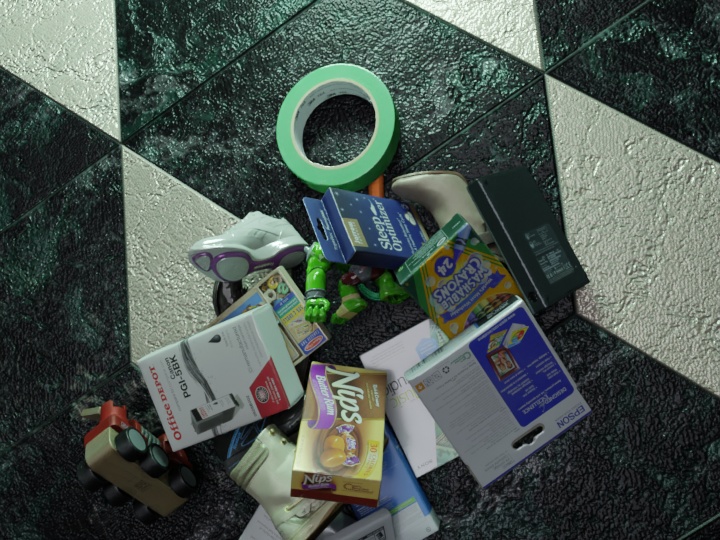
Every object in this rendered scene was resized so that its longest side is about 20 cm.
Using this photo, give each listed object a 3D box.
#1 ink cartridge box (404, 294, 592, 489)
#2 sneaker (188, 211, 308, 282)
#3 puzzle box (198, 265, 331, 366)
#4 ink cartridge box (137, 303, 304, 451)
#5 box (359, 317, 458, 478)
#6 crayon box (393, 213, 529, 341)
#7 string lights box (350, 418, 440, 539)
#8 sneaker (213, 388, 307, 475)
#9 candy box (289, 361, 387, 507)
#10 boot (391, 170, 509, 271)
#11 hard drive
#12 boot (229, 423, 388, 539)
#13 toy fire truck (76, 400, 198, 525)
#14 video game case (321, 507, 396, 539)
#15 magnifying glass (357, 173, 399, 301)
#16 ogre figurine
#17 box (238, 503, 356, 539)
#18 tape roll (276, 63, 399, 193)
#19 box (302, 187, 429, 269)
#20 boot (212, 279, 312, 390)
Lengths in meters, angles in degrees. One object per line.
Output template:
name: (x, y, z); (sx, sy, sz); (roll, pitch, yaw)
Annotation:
ink cartridge box: (0.195, 0.173, 0.981); (0.196, 0.047, 0.202); (-35, 104, 3)
sneaker: (-0.180, -0.040, 1.068); (0.100, 0.197, 0.075); (57, 134, 28)
puzzle box: (-0.157, 0.107, 1.050); (0.199, 0.025, 0.134); (-38, 87, 12)
ink cartridge box: (-0.203, 0.157, 1.008); (0.197, 0.083, 0.150); (-23, 91, 12)
box: (0.103, 0.187, 1.045); (0.142, 0.036, 0.203); (-28, 81, 6)
crayon box: (0.158, 0.036, 0.989); (0.125, 0.052, 0.200); (-41, 112, 7)
string lights box: (0.027, 0.312, 1.032); (0.101, 0.059, 0.203); (-29, 79, 5)
sneaker: (-0.147, 0.232, 1.061); (0.199, 0.073, 0.083); (-37, 76, 10)
candy box: (-0.024, 0.216, 0.937); (0.114, 0.202, 0.057); (7, 125, 0)
boot: (0.145, -0.068, 1.042); (0.195, 0.070, 0.150); (0, 71, 1)
hard drive: (0.245, -0.051, 0.998); (0.033, 0.138, 0.203); (-34, 79, 45)
boot: (-0.070, 0.267, 0.973); (0.154, 0.072, 0.200); (41, 69, 18)
toy fire truck: (-0.361, 0.275, 1.081); (0.128, 0.177, 0.201); (-36, 36, 4)
video game case: (-0.032, 0.445, 0.947); (0.197, 0.023, 0.186); (-20, 112, -22)
magnifying glass: (0.027, -0.054, 1.098); (0.078, 0.022, 0.205); (-3, 84, 11)
ogre figurine: (0.000, 0.000, 1.033); (0.196, 0.098, 0.122); (-22, 69, 0)
box: (-0.109, 0.435, 1.019); (0.151, 0.106, 0.202); (32, 89, 12)
tape roll: (-0.036, -0.226, 1.106); (0.196, 0.048, 0.205); (-3, 77, 13)
box: (0.019, -0.058, 1.004); (0.033, 0.197, 0.123); (-51, 48, 37)
boot: (-0.146, 0.084, 1.093); (0.170, 0.069, 0.205); (6, 94, 11)
